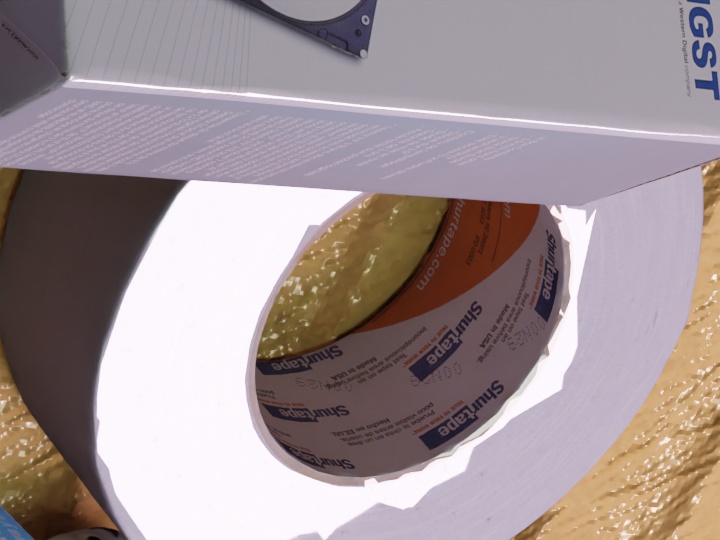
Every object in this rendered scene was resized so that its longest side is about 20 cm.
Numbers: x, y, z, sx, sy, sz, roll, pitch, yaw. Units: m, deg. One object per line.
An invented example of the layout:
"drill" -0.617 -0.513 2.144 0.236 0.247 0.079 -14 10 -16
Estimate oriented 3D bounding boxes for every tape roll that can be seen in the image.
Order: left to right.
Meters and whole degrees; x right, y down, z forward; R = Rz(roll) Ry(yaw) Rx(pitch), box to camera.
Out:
"tape roll" 0.000 0.000 0.850 0.200 0.066 0.201 -18 130 -23

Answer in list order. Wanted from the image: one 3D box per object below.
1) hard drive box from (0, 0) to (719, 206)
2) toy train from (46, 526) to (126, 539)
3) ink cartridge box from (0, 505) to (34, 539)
"hard drive box" -0.008 -0.102 0.709 0.200 0.077 0.156 2 77 -36
"toy train" -0.107 0.167 0.891 0.114 0.085 0.200 -19 129 -38
"ink cartridge box" -0.160 0.117 0.601 0.200 0.146 0.147 19 103 -38
